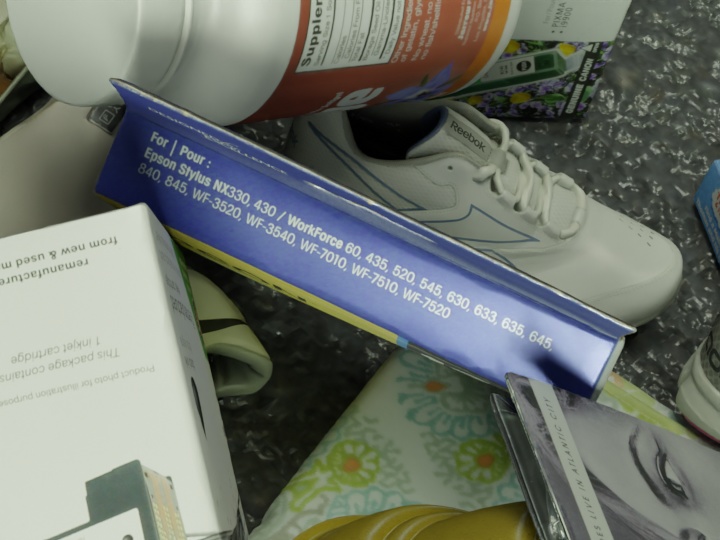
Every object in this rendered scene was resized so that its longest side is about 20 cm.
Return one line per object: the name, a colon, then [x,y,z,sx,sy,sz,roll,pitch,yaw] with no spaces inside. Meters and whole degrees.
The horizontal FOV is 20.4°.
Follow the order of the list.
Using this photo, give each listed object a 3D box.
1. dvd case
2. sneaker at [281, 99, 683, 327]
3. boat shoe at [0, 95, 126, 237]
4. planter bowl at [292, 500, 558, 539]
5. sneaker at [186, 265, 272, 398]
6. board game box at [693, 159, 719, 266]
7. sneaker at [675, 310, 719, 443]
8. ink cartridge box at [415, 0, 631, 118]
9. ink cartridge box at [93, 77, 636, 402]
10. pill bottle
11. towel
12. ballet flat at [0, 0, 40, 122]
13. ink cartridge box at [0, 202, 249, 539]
dvd case: [0.139,0.118,0.673,0.199,0.016,0.149,21,34,-33]
sneaker: [0.054,-0.028,0.910,0.199,0.087,0.075,17,49,-1]
boat shoe: [-0.112,-0.048,0.904,0.075,0.093,0.200,40,82,12]
planter bowl: [0.069,0.138,0.666,0.200,0.084,0.201,33,27,-20]
sneaker: [-0.115,0.065,0.805,0.088,0.074,0.200,39,54,19]
board game box: [0.278,0.010,0.966,0.199,0.037,0.152,-3,53,-16]
sneaker: [0.219,0.001,0.876,0.074,0.088,0.200,42,52,21]
ink cartridge box: [0.024,-0.127,0.965,0.199,0.109,0.051,0,52,-13]
ink cartridge box: [0.000,0.000,0.755,0.197,0.200,0.047,26,90,4]
pill bottle: [-0.037,-0.117,0.803,0.199,0.112,0.112,-12,54,-43]
towel: [0.061,0.112,0.831,0.171,0.048,0.200,30,52,14]
ballet flat: [-0.201,-0.072,0.898,0.067,0.064,0.200,28,52,9]
ink cartridge box: [-0.083,0.092,0.693,0.084,0.146,0.201,-14,84,-2]
